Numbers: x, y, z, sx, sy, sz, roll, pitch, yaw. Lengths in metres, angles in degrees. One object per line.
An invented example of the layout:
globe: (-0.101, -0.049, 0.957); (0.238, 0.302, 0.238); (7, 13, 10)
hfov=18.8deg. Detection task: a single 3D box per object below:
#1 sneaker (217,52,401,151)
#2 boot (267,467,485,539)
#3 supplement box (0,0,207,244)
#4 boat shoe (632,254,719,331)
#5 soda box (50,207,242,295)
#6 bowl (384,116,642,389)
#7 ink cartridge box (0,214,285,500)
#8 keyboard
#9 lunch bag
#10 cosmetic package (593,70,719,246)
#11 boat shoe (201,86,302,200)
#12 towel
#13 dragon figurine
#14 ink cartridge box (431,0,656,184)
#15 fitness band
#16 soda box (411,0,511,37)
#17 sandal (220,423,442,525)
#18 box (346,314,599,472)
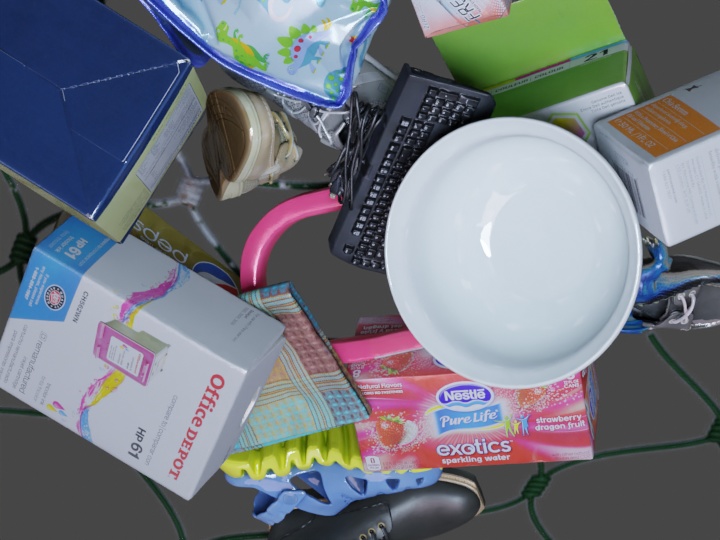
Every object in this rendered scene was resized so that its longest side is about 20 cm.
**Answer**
sneaker: (-0.021, -0.138, 1.686); (0.199, 0.082, 0.075); (22, 124, -6)
boot: (0.009, 0.249, 1.905); (0.199, 0.139, 0.078); (-16, 120, 18)
supplement box: (-0.232, -0.134, 1.605); (0.200, 0.200, 0.135); (33, 86, 3)
boat shoe: (0.221, 0.020, 1.765); (0.199, 0.057, 0.067); (11, 124, 3)
soda box: (-0.166, 0.011, 1.818); (0.200, 0.068, 0.064); (37, 122, -15)
bowl: (0.126, -0.017, 1.625); (0.200, 0.090, 0.202); (3, 97, 24)
ink cartridge box: (-0.179, 0.067, 1.738); (0.199, 0.085, 0.145); (29, 123, 6)
keyboard: (0.024, -0.067, 1.659); (0.104, 0.040, 0.200); (16, 131, -8)
lunch bag: (-0.077, -0.224, 1.586); (0.199, 0.170, 0.128); (23, 121, -7)
cosmetic package: (0.285, -0.100, 1.599); (0.199, 0.101, 0.072); (-23, 117, -10)
boat shoe: (-0.080, -0.101, 1.675); (0.065, 0.200, 0.072); (-14, 81, -11)
towel: (-0.106, 0.089, 1.793); (0.199, 0.022, 0.147); (-16, 120, 31)
dragon figurine: (0.201, 0.020, 1.705); (0.199, 0.059, 0.100); (17, 86, 4)
ink cartridge box: (0.137, -0.137, 1.664); (0.147, 0.076, 0.200); (-18, 120, 20)
fitness band: (0.000, 0.000, 1.771); (0.199, 0.037, 0.144); (-11, 92, 14)
soda box: (0.075, -0.242, 1.529); (0.063, 0.200, 0.069); (-13, 119, 17)
sandal: (-0.025, 0.176, 1.895); (0.199, 0.080, 0.087); (-2, 122, 9)
box: (0.095, 0.097, 1.815); (0.199, 0.096, 0.100); (-4, 122, 12)
